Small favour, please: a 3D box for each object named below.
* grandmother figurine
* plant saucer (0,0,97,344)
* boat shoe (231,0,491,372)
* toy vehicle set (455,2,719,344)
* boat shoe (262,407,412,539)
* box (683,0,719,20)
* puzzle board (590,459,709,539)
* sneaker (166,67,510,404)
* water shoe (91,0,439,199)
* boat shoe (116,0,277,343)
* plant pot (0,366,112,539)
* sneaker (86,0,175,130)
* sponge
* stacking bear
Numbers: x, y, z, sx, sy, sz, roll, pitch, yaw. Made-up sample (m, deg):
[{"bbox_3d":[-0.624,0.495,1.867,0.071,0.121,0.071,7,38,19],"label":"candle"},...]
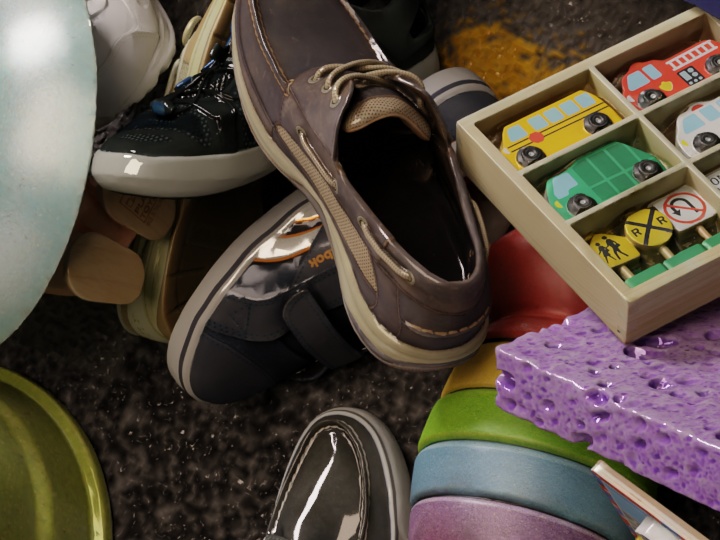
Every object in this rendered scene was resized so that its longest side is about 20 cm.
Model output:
[{"bbox_3d":[-0.171,-0.022,1.388,0.200,0.061,0.122,-1,50,49],"label":"grandmother figurine"},{"bbox_3d":[-0.189,-0.061,1.341,0.201,0.039,0.202,-17,69,52],"label":"plant saucer"},{"bbox_3d":[0.008,-0.056,1.222,0.074,0.073,0.201,-17,66,-26],"label":"boat shoe"},{"bbox_3d":[0.155,-0.056,1.221,0.199,0.027,0.124,-26,52,-22],"label":"toy vehicle set"},{"bbox_3d":[-0.022,0.157,1.297,0.068,0.057,0.201,3,77,26],"label":"boat shoe"},{"bbox_3d":[0.108,-0.200,1.251,0.200,0.032,0.122,35,135,26],"label":"box"},{"bbox_3d":[0.181,0.159,1.146,0.200,0.151,0.017,36,83,29],"label":"puzzle board"},{"bbox_3d":[0.000,0.000,1.319,0.200,0.078,0.079,-45,56,6],"label":"sneaker"},{"bbox_3d":[-0.048,-0.092,1.309,0.071,0.200,0.079,10,117,43],"label":"water shoe"},{"bbox_3d":[-0.070,-0.063,1.379,0.063,0.073,0.202,9,86,52],"label":"boat shoe"},{"bbox_3d":[-0.247,0.120,1.343,0.199,0.184,0.201,-8,72,24],"label":"plant pot"},{"bbox_3d":[-0.143,-0.150,1.386,0.078,0.099,0.201,-23,43,20],"label":"sneaker"},{"bbox_3d":[0.160,0.059,1.134,0.200,0.111,0.030,24,122,41],"label":"sponge"},{"bbox_3d":[0.078,0.065,1.251,0.113,0.122,0.201,11,71,11],"label":"stacking bear"}]
